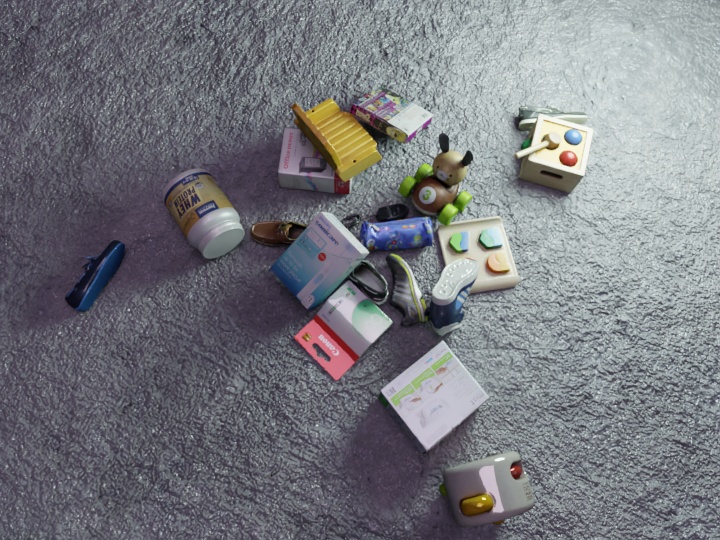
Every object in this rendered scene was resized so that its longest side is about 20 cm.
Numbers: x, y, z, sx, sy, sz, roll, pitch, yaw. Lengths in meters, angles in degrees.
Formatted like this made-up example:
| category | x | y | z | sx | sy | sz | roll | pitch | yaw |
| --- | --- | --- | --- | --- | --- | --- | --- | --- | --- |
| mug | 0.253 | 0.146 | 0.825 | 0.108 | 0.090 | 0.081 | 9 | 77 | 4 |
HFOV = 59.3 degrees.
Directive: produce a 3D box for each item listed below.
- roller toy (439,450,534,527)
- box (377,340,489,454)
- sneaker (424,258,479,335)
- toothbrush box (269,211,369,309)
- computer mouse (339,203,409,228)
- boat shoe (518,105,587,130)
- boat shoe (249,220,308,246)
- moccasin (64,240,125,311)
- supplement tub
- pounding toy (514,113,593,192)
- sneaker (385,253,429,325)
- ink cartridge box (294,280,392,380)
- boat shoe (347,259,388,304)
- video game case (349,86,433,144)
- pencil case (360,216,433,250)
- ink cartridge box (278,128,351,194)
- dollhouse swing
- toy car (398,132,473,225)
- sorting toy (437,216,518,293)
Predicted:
| category | x | y | z | sx | sy | sz | roll | pitch | yaw |
| --- | --- | --- | --- | --- | --- | --- | --- | --- | --- |
| roller toy | 0.285 | 0.488 | 1.397 | 0.181 | 0.200 | 0.140 | -12 | 71 | -13 |
| box | 0.173 | 0.302 | 1.510 | 0.200 | 0.097 | 0.177 | -37 | 76 | -15 |
| sneaker | 0.236 | 0.075 | 1.598 | 0.080 | 0.147 | 0.200 | 17 | 41 | 28 |
| toothbrush box | -0.101 | -0.025 | 1.576 | 0.200 | 0.085 | 0.146 | -45 | 82 | 12 |
| computer mouse | 0.035 | -0.137 | 1.703 | 0.199 | 0.034 | 0.059 | -12 | 43 | 0 |
| boat shoe | 0.554 | -0.447 | 1.819 | 0.199 | 0.072 | 0.068 | -1 | 74 | -1 |
| boat shoe | -0.194 | -0.103 | 1.659 | 0.199 | 0.068 | 0.072 | 5 | 69 | -1 |
| moccasin | -0.675 | 0.003 | 1.593 | 0.068 | 0.081 | 0.201 | 26 | 70 | 12 |
| supplement tub | -0.401 | -0.145 | 1.625 | 0.144 | 0.145 | 0.200 | -33 | 74 | -14 |
| pounding toy | 0.518 | -0.326 | 1.735 | 0.199 | 0.142 | 0.185 | 17 | 69 | 3 |
| sneaker | 0.104 | 0.049 | 1.616 | 0.081 | 0.074 | 0.201 | -22 | 70 | -7 |
| ink cartridge box | -0.043 | 0.147 | 1.585 | 0.161 | 0.050 | 0.200 | 43 | 71 | 13 |
| boat shoe | 0.000 | 0.000 | 1.625 | 0.200 | 0.060 | 0.076 | 40 | 66 | 18 |
| video game case | 0.090 | -0.436 | 1.760 | 0.181 | 0.036 | 0.200 | 31 | 38 | 8 |
| pencil case | 0.094 | -0.097 | 1.661 | 0.199 | 0.087 | 0.078 | -5 | 53 | -5 |
| ink cartridge box | -0.117 | -0.298 | 1.727 | 0.199 | 0.086 | 0.148 | 6 | 70 | -2 |
| dollhouse swing | -0.059 | -0.364 | 1.617 | 0.181 | 0.176 | 0.200 | -34 | 73 | -15 |
| toy car | 0.220 | -0.252 | 1.649 | 0.164 | 0.200 | 0.158 | 37 | 50 | 14 |
| sorting toy | 0.312 | -0.044 | 1.677 | 0.184 | 0.037 | 0.201 | -8 | 70 | -6 |
